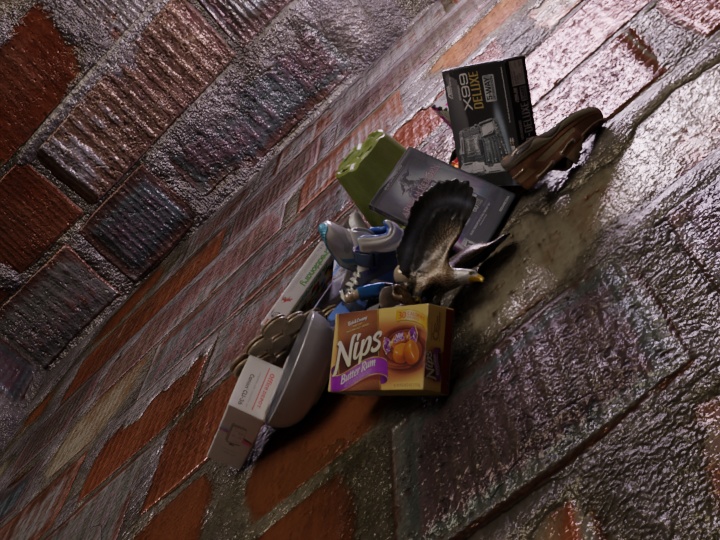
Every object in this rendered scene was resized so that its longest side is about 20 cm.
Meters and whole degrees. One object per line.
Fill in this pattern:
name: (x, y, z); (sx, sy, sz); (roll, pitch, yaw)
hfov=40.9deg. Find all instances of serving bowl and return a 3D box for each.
serving bowl: (-0.089, 0.170, 1.589); (0.200, 0.065, 0.202); (-158, 90, -84)

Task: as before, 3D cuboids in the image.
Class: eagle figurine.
eagle figurine: (0.124, -0.010, 1.418); (0.152, 0.150, 0.201); (98, -165, -64)

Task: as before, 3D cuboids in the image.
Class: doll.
doll: (0.034, 0.074, 1.480); (0.201, 0.136, 0.049); (-62, -5, -17)

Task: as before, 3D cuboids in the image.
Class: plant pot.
plant pot: (0.059, -0.155, 1.804); (0.200, 0.190, 0.200); (-40, 19, 16)

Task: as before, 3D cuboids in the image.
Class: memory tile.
memory tile: (-0.129, 0.121, 1.685); (0.199, 0.017, 0.154); (-7, -39, -54)

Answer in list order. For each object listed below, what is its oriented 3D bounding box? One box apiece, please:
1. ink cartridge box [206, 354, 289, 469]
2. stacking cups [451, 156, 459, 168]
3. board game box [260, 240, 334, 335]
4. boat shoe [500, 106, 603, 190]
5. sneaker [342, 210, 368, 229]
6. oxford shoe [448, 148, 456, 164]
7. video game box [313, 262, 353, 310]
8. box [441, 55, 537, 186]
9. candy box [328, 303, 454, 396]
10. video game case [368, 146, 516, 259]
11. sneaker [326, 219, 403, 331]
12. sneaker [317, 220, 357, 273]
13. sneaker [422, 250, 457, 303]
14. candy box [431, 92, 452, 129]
ink cartridge box: (-0.188, 0.226, 1.613); (0.117, 0.067, 0.201); (-71, 7, -47)
stacking cups: (0.150, -0.125, 1.695); (0.201, 0.060, 0.060); (-55, 17, 1)
board game box: (-0.113, 0.056, 1.753); (0.201, 0.034, 0.127); (-55, -13, -26)
boat shoe: (0.307, -0.187, 1.502); (0.199, 0.072, 0.076); (-33, -4, -20)
sneaker: (-0.018, -0.048, 1.797); (0.081, 0.078, 0.200); (-28, -11, -2)
oxford shoe: (0.199, -0.182, 1.758); (0.075, 0.058, 0.200); (-39, 21, 10)
video game box: (-0.084, 0.062, 1.898); (0.199, 0.047, 0.183); (-37, 22, 28)
box: (0.216, -0.241, 1.583); (0.049, 0.202, 0.157); (-19, 14, -32)
candy box: (0.040, 0.114, 1.348); (0.199, 0.056, 0.118); (-8, 72, 48)
video game case: (0.133, -0.111, 1.562); (0.143, 0.199, 0.019); (-56, -15, -30)
sneaker: (0.000, 0.000, 1.617); (0.199, 0.147, 0.081); (-31, 22, 6)
sneaker: (0.002, -0.039, 1.679); (0.081, 0.200, 0.077); (-39, 47, 17)
sneaker: (0.112, -0.023, 1.570); (0.074, 0.082, 0.201); (-19, 35, 53)
candy box: (0.218, -0.266, 1.769); (0.061, 0.136, 0.200); (-46, 17, 1)
